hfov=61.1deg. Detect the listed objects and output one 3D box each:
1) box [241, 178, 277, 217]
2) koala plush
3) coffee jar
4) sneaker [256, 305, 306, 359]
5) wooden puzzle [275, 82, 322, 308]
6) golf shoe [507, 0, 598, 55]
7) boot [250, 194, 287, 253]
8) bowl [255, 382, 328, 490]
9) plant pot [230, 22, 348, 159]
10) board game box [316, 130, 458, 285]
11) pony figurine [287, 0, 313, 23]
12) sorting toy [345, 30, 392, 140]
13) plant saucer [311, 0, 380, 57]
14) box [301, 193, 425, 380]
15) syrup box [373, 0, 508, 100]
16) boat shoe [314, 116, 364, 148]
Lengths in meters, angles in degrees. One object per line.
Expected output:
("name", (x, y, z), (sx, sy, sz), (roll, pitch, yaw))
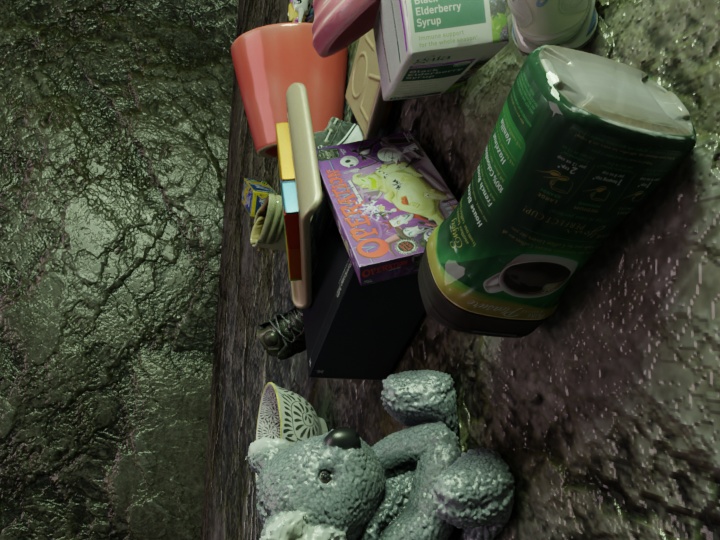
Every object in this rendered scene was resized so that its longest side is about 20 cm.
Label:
("box", (-0.272, -0.194, 1.627), (0.200, 0.064, 0.071), (-136, 53, -65))
("koala plush", (-0.001, 0.202, 0.540), (0.178, 0.198, 0.186), (-124, 43, -60))
("coffee jar", (0.115, -0.038, 0.410), (0.201, 0.103, 0.086), (115, 155, -44))
("sneaker", (-0.093, 0.081, 0.950), (0.077, 0.114, 0.200), (57, 148, 15))
("wooden puzzle", (-0.078, -0.081, 0.711), (0.201, 0.037, 0.187), (104, 160, -55))
("golf shoe", (0.126, -0.257, 0.419), (0.078, 0.097, 0.202), (-10, 77, 24))
("boot", (-0.093, -0.037, 0.929), (0.201, 0.153, 0.073), (118, 150, -49))
("bowl", (-0.106, 0.283, 0.984), (0.200, 0.093, 0.203), (-175, 90, -72))
("plant pot", (-0.111, -0.288, 1.021), (0.200, 0.198, 0.180), (173, 92, -70))
("board game box", (0.029, -0.072, 0.620), (0.201, 0.119, 0.032), (-113, 10, -45))
("pony figurine", (-0.099, -0.564, 1.126), (0.201, 0.165, 0.194), (-56, 39, 27))
("sorting toy", (0.027, -0.292, 0.840), (0.201, 0.036, 0.186), (-103, 26, -52))
("plant saucer", (0.024, -0.302, 0.627), (0.051, 0.200, 0.200), (51, 164, -11))
("box", (0.000, 0.000, 0.731), (0.201, 0.103, 0.183), (114, 155, -43))
("syrup box", (0.062, -0.212, 0.546), (0.200, 0.078, 0.082), (-121, 22, -82))
("boat shoe", (-0.048, -0.153, 0.839), (0.200, 0.070, 0.073), (-64, -3, -56))
